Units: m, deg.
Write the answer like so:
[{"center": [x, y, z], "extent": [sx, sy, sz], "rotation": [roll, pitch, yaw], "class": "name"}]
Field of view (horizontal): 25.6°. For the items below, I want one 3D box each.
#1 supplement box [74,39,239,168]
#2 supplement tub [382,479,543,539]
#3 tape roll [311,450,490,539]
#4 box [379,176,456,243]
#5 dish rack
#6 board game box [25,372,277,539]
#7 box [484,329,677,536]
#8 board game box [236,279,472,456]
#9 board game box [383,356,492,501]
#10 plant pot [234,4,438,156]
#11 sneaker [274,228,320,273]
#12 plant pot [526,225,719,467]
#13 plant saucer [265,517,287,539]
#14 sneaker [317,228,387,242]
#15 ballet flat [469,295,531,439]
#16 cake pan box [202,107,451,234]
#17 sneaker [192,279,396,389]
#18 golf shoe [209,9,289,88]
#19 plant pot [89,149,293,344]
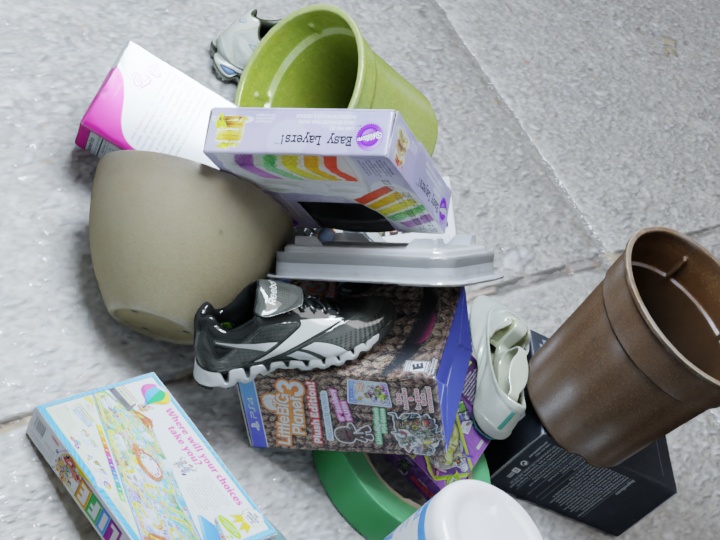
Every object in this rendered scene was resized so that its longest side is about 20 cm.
[{"center": [-0.179, -0.129, 1.610], "extent": [0.199, 0.103, 0.102], "rotation": [32, 76, -9], "class": "supplement box"}, {"center": [0.064, 0.290, 1.422], "extent": [0.131, 0.200, 0.133], "rotation": [26, 40, -24], "class": "supplement tub"}, {"center": [0.043, 0.194, 1.625], "extent": [0.199, 0.048, 0.202], "rotation": [27, 39, -24], "class": "tape roll"}, {"center": [0.039, -0.015, 1.762], "extent": [0.142, 0.037, 0.202], "rotation": [-8, 46, 5], "class": "box"}, {"center": [0.025, -0.012, 1.510], "extent": [0.171, 0.197, 0.044], "rotation": [-10, 100, -67], "class": "dish rack"}, {"center": [-0.182, 0.184, 1.379], "extent": [0.134, 0.034, 0.200], "rotation": [-14, 53, -44], "class": "board game box"}, {"center": [0.240, 0.183, 1.779], "extent": [0.198, 0.107, 0.150], "rotation": [25, 41, -25], "class": "box"}, {"center": [-0.002, 0.088, 1.548], "extent": [0.197, 0.098, 0.160], "rotation": [1, 36, 15], "class": "board game box"}, {"center": [0.082, 0.149, 1.644], "extent": [0.120, 0.032, 0.200], "rotation": [43, 36, 1], "class": "board game box"}, {"center": [-0.014, -0.178, 1.831], "extent": [0.183, 0.200, 0.202], "rotation": [22, 40, -45], "class": "plant pot"}, {"center": [-0.068, -0.077, 1.691], "extent": [0.200, 0.087, 0.076], "rotation": [-48, 118, -25], "class": "sneaker"}, {"center": [0.289, 0.093, 1.656], "extent": [0.199, 0.198, 0.202], "rotation": [26, 40, -24], "class": "plant pot"}, {"center": [-0.113, 0.273, 1.401], "extent": [0.199, 0.039, 0.203], "rotation": [26, 40, -24], "class": "plant saucer"}, {"center": [0.000, 0.000, 1.677], "extent": [0.200, 0.079, 0.079], "rotation": [53, -10, 53], "class": "sneaker"}, {"center": [0.156, 0.092, 1.696], "extent": [0.069, 0.069, 0.201], "rotation": [29, 39, -21], "class": "ballet flat"}, {"center": [-0.026, -0.091, 1.471], "extent": [0.200, 0.182, 0.053], "rotation": [48, 51, -64], "class": "cake pan box"}, {"center": [-0.064, 0.046, 1.456], "extent": [0.197, 0.091, 0.067], "rotation": [-13, 34, -5], "class": "sneaker"}, {"center": [-0.079, -0.252, 1.895], "extent": [0.198, 0.097, 0.079], "rotation": [12, 45, -40], "class": "golf shoe"}, {"center": [-0.176, -0.008, 1.512], "extent": [0.199, 0.200, 0.136], "rotation": [25, 71, -26], "class": "plant pot"}]
